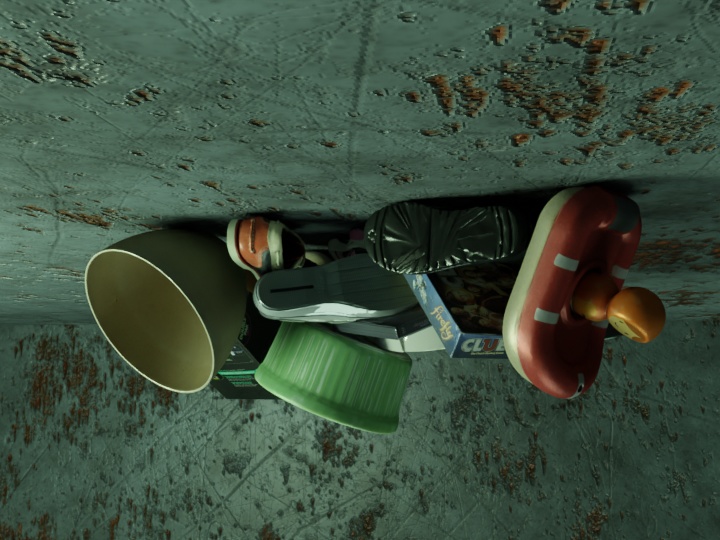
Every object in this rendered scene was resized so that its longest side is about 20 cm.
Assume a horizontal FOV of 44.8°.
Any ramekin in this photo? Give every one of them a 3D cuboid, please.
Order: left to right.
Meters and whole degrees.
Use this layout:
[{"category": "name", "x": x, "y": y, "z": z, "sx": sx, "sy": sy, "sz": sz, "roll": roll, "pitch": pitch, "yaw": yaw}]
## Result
[{"category": "ramekin", "x": -0.029, "y": 0.127, "z": 1.134, "sx": 0.198, "sy": 0.099, "sz": 0.200, "roll": 21, "pitch": -179, "yaw": 0}]

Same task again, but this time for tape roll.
[{"category": "tape roll", "x": 0.111, "y": 0.055, "z": 1.106, "sx": 0.200, "sy": 0.038, "sz": 0.203, "roll": -12, "pitch": -170, "yaw": 2}]

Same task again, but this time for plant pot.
[{"category": "plant pot", "x": -0.216, "y": 0.029, "z": 1.067, "sx": 0.199, "sy": 0.202, "sz": 0.134, "roll": -5, "pitch": -153, "yaw": 39}]

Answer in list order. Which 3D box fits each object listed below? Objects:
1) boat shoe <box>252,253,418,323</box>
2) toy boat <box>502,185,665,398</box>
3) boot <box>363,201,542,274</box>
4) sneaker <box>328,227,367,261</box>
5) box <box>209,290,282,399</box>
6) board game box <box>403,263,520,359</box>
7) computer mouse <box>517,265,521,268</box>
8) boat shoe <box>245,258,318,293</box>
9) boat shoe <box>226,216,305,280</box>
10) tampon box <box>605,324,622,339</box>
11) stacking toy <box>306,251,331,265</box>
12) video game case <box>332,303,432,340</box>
[{"category": "boat shoe", "x": -0.026, "y": 0.023, "z": 1.014, "sx": 0.197, "sy": 0.074, "sz": 0.067, "roll": 0, "pitch": 162, "yaw": -7}, {"category": "toy boat", "x": 0.224, "y": 0.029, "z": 0.819, "sx": 0.130, "sy": 0.202, "sz": 0.130, "roll": 5, "pitch": -163, "yaw": -44}, {"category": "boot", "x": 0.124, "y": -0.035, "z": 0.925, "sx": 0.196, "sy": 0.074, "sz": 0.162, "roll": -2, "pitch": 179, "yaw": 35}, {"category": "sneaker", "x": 0.000, "y": 0.000, "z": 1.123, "sx": 0.079, "sy": 0.088, "sz": 0.200, "roll": 3, "pitch": 174, "yaw": -7}, {"category": "box", "x": -0.178, "y": 0.086, "z": 1.308, "sx": 0.123, "sy": 0.150, "sz": 0.201, "roll": -3, "pitch": 145, "yaw": 22}, {"category": "board game box", "x": 0.123, "y": 0.019, "z": 0.965, "sx": 0.134, "sy": 0.035, "sz": 0.201, "roll": 3, "pitch": -144, "yaw": -25}, {"category": "computer mouse", "x": 0.194, "y": -0.015, "z": 1.180, "sx": 0.138, "sy": 0.053, "sz": 0.199, "roll": 7, "pitch": -178, "yaw": -43}, {"category": "boat shoe", "x": -0.091, "y": 0.015, "z": 1.192, "sx": 0.198, "sy": 0.071, "sz": 0.070, "roll": 26, "pitch": -175, "yaw": -15}, {"category": "boat shoe", "x": -0.097, "y": -0.022, "z": 1.035, "sx": 0.062, "sy": 0.072, "sz": 0.200, "roll": -4, "pitch": 169, "yaw": 11}, {"category": "tampon box", "x": 0.289, "y": 0.058, "z": 1.341, "sx": 0.148, "sy": 0.128, "sz": 0.200, "roll": -10, "pitch": 174, "yaw": -6}, {"category": "stacking toy", "x": -0.054, "y": 0.015, "z": 1.342, "sx": 0.084, "sy": 0.087, "sz": 0.200, "roll": -1, "pitch": 180, "yaw": 11}, {"category": "video game case", "x": 0.083, "y": 0.039, "z": 1.057, "sx": 0.198, "sy": 0.019, "sz": 0.142, "roll": -19, "pitch": -169, "yaw": -31}]
